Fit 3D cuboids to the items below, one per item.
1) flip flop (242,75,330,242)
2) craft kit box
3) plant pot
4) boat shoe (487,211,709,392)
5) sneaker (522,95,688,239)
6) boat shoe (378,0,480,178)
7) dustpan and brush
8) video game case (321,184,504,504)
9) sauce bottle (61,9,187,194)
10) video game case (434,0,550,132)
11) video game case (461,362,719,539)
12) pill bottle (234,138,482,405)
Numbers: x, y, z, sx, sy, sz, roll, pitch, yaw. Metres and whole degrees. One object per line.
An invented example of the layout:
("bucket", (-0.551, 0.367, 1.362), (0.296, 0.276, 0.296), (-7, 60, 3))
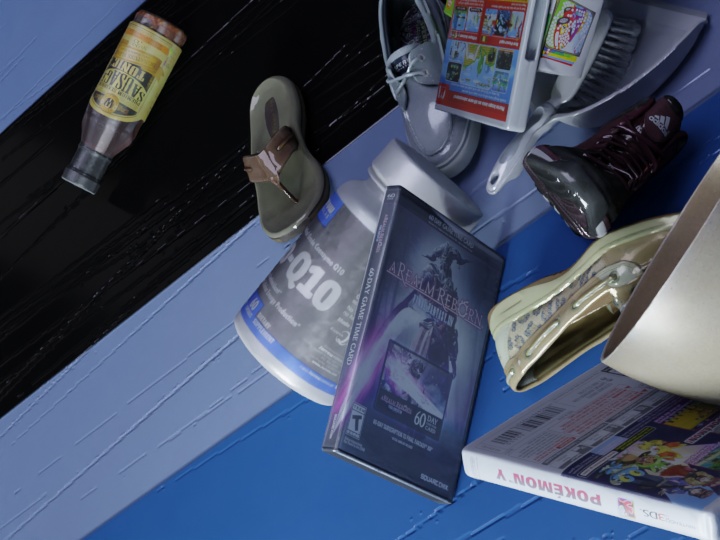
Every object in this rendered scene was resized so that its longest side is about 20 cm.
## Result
("flip flop", (-0.080, -0.109, 1.329), (0.081, 0.057, 0.201), (-33, 49, 27))
("craft kit box", (0.140, -0.271, 1.114), (0.200, 0.048, 0.198), (-128, 51, -61))
("plant pot", (0.251, 0.005, 0.841), (0.134, 0.200, 0.201), (32, 93, 5))
("boat shoe", (0.177, 0.022, 1.011), (0.200, 0.073, 0.063), (-35, 53, 40))
("sneaker", (0.178, -0.084, 0.997), (0.115, 0.200, 0.076), (-40, 88, 6))
("boat shoe", (0.048, -0.169, 1.229), (0.070, 0.071, 0.201), (-31, 50, 28))
("dustpan and brush", (0.162, -0.138, 1.111), (0.139, 0.057, 0.201), (28, 88, 48))
("video game case", (0.044, 0.057, 1.059), (0.019, 0.143, 0.201), (0, 68, 41))
("sauce bottle", (-0.255, -0.178, 1.531), (0.066, 0.066, 0.201), (22, 86, 47))
("video game case", (0.108, -0.214, 1.098), (0.143, 0.017, 0.201), (-147, 66, -66))
("video game case", (0.194, 0.096, 0.882), (0.182, 0.200, 0.023), (8, 114, 46))
("pill bottle", (0.000, 0.000, 1.154), (0.200, 0.114, 0.114), (-51, 43, 10))
